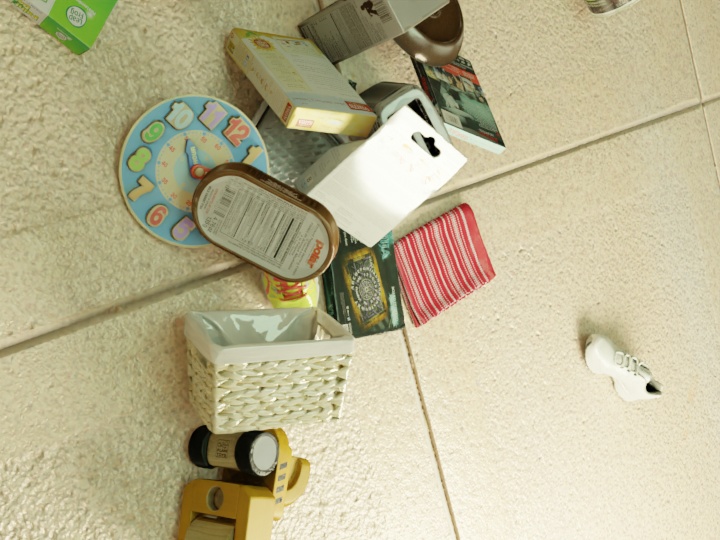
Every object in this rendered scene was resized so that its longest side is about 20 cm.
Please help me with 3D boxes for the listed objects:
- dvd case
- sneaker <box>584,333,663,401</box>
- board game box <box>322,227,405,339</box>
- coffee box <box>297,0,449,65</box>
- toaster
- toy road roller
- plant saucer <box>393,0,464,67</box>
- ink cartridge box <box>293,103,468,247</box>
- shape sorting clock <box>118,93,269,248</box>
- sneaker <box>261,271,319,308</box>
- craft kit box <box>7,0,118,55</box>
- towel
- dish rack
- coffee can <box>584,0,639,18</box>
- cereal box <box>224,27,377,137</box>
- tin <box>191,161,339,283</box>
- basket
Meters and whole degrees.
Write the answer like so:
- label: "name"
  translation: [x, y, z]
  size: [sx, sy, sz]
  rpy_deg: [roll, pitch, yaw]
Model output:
- label: "dvd case"
  translation: [0.150, -0.284, 1.682]
  size: [0.145, 0.022, 0.201]
  rpy_deg: [14, 45, -39]
- label: "sneaker"
  translation: [0.492, 0.176, 1.951]
  size: [0.200, 0.087, 0.075]
  rpy_deg: [37, 66, -31]
- label: "board game box"
  translation: [0.000, 0.000, 1.587]
  size: [0.135, 0.028, 0.202]
  rpy_deg: [-7, 90, -41]
- label: "coffee box"
  translation: [0.016, -0.372, 1.522]
  size: [0.113, 0.199, 0.080]
  rpy_deg: [-40, 108, -34]
- label: "toaster"
  translation: [0.059, -0.205, 1.575]
  size: [0.113, 0.129, 0.201]
  rpy_deg: [-34, 109, -15]
- label: "toy road roller"
  translation: [-0.144, 0.299, 1.384]
  size: [0.146, 0.122, 0.202]
  rpy_deg: [22, 72, -49]
- label: "plant saucer"
  translation: [0.100, -0.423, 1.674]
  size: [0.199, 0.032, 0.202]
  rpy_deg: [21, 57, -36]
- label: "ink cartridge box"
  translation: [0.029, -0.139, 1.477]
  size: [0.160, 0.200, 0.047]
  rpy_deg: [33, 23, -42]
- label: "shape sorting clock"
  translation: [-0.216, -0.129, 1.373]
  size: [0.198, 0.039, 0.202]
  rpy_deg: [-2, 96, -21]
- label: "sneaker"
  translation: [-0.102, -0.001, 1.432]
  size: [0.077, 0.090, 0.201]
  rpy_deg: [-13, 118, -1]
- label: "craft kit box"
  translation: [-0.377, -0.407, 1.296]
  size: [0.200, 0.048, 0.199]
  rpy_deg: [37, 67, -32]
- label: "towel"
  translation: [0.136, -0.012, 1.708]
  size: [0.199, 0.022, 0.146]
  rpy_deg: [-30, 105, -38]
- label: "dish rack"
  translation: [-0.109, -0.152, 1.500]
  size: [0.171, 0.043, 0.201]
  rpy_deg: [41, 62, -29]
- label: "coffee can"
  translation: [0.446, -0.594, 1.939]
  size: [0.200, 0.146, 0.147]
  rpy_deg: [51, 57, -24]
- label: "cereal box"
  translation: [-0.084, -0.261, 1.450]
  size: [0.143, 0.040, 0.200]
  rpy_deg: [1, 41, -40]
- label: "tin"
  translation: [-0.123, -0.059, 1.346]
  size: [0.199, 0.113, 0.042]
  rpy_deg: [27, 23, -4]
- label: "basket"
  translation: [-0.124, 0.128, 1.372]
  size: [0.198, 0.135, 0.125]
  rpy_deg: [-1, 107, -26]
